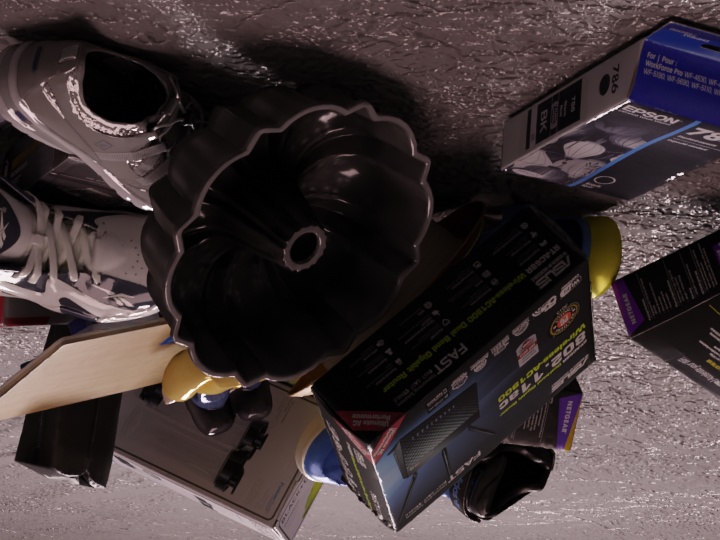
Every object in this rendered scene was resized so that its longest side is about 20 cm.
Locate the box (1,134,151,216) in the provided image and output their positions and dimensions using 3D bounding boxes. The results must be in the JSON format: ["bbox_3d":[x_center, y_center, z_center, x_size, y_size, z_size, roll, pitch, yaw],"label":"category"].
[{"bbox_3d":[-0.135,-0.060,1.384,0.199,0.049,0.158,12,162,-24],"label":"box"}]

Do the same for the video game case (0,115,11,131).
[{"bbox_3d":[-0.328,-0.121,1.278,0.199,0.026,0.180,16,160,-33],"label":"video game case"}]

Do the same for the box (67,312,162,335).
[{"bbox_3d":[-0.134,0.029,1.539,0.119,0.042,0.200,-30,164,28],"label":"box"}]

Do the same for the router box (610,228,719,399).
[{"bbox_3d":[0.292,0.026,1.442,0.149,0.051,0.200,-27,150,21],"label":"router box"}]

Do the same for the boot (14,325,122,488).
[{"bbox_3d":[-0.198,0.080,1.605,0.065,0.201,0.165,-8,159,38],"label":"boot"}]

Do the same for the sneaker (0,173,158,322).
[{"bbox_3d":[-0.215,-0.017,1.322,0.198,0.080,0.130,13,175,15],"label":"sneaker"}]

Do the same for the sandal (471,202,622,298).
[{"bbox_3d":[0.102,-0.004,1.468,0.087,0.080,0.200,18,151,-28],"label":"sandal"}]

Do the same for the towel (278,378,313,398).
[{"bbox_3d":[-0.044,0.097,1.658,0.143,0.023,0.200,36,162,-26],"label":"towel"}]

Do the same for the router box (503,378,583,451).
[{"bbox_3d":[0.080,0.071,1.571,0.157,0.052,0.200,8,-161,-8],"label":"router box"}]

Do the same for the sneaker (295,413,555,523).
[{"bbox_3d":[0.056,0.148,1.545,0.199,0.077,0.111,-4,-151,-25],"label":"sneaker"}]

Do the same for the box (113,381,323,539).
[{"bbox_3d":[-0.123,0.136,1.660,0.199,0.117,0.060,21,162,20],"label":"box"}]

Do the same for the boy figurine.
[{"bbox_3d":[-0.089,0.070,1.490,0.124,0.065,0.200,-18,169,-14],"label":"boy figurine"}]

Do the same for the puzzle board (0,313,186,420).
[{"bbox_3d":[-0.180,0.063,1.473,0.200,0.017,0.151,-12,162,-45],"label":"puzzle board"}]

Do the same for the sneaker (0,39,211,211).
[{"bbox_3d":[-0.132,-0.087,1.240,0.082,0.075,0.200,-9,158,44],"label":"sneaker"}]

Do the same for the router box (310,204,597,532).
[{"bbox_3d":[0.068,0.069,1.339,0.062,0.200,0.150,44,166,27],"label":"router box"}]

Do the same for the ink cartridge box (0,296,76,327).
[{"bbox_3d":[-0.327,-0.004,1.497,0.199,0.084,0.145,3,-179,15],"label":"ink cartridge box"}]

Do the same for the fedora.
[{"bbox_3d":[0.000,0.000,1.394,0.082,0.201,0.201,46,154,-7],"label":"fedora"}]

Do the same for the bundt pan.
[{"bbox_3d":[-0.055,-0.032,1.251,0.202,0.202,0.076,24,-167,-48],"label":"bundt pan"}]

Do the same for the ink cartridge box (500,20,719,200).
[{"bbox_3d":[0.173,-0.092,1.200,0.099,0.039,0.200,12,162,-20],"label":"ink cartridge box"}]
